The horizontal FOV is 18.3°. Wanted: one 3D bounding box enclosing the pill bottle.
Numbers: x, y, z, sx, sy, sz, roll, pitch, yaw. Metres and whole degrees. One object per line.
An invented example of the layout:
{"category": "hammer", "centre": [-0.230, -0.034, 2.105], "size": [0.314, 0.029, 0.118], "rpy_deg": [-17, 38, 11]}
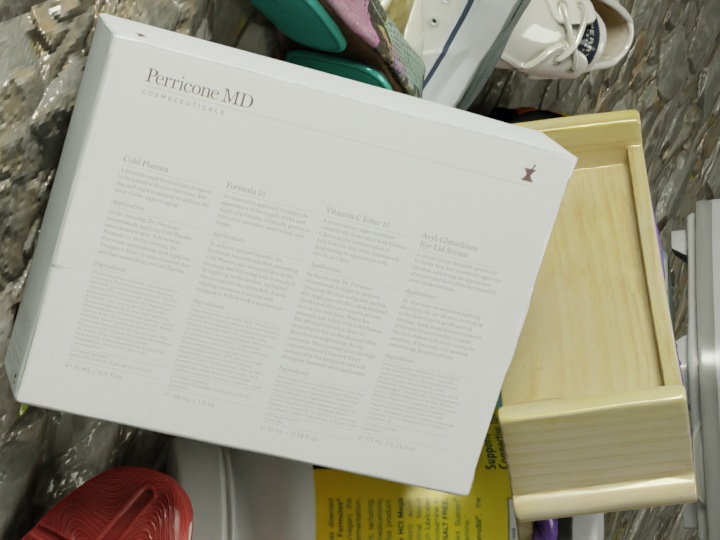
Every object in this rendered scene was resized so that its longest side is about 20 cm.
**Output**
{"category": "pill bottle", "centre": [0.008, 0.122, 1.067], "size": [0.112, 0.198, 0.114], "rpy_deg": [180, -90, -80]}

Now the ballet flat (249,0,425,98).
{"category": "ballet flat", "centre": [-0.008, -0.118, 1.001], "size": [0.072, 0.069, 0.200], "rpy_deg": [-66, 154, -16]}

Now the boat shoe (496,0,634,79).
{"category": "boat shoe", "centre": [0.100, -0.136, 1.217], "size": [0.200, 0.069, 0.071], "rpy_deg": [-1, 112, -66]}

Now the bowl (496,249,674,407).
{"category": "bowl", "centre": [0.133, 0.049, 1.317], "size": [0.201, 0.104, 0.203], "rpy_deg": [-3, 90, -81]}

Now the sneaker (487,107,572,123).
{"category": "sneaker", "centre": [0.087, -0.033, 1.215], "size": [0.200, 0.089, 0.070], "rpy_deg": [-61, 167, -61]}

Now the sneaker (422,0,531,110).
{"category": "sneaker", "centre": [0.030, -0.114, 1.089], "size": [0.073, 0.071, 0.201], "rpy_deg": [-46, 170, -52]}

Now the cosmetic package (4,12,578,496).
{"category": "cosmetic package", "centre": [-0.029, -0.004, 0.905], "size": [0.052, 0.198, 0.152], "rpy_deg": [-127, -127, -67]}

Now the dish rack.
{"category": "dish rack", "centre": [0.209, 0.062, 1.323], "size": [0.201, 0.043, 0.173], "rpy_deg": [-79, 164, -57]}

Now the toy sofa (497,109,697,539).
{"category": "toy sofa", "centre": [0.101, 0.027, 1.017], "size": [0.201, 0.082, 0.098], "rpy_deg": [-92, 172, -48]}

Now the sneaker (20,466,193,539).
{"category": "sneaker", "centre": [-0.124, 0.173, 1.014], "size": [0.201, 0.078, 0.115], "rpy_deg": [-58, 167, 9]}
